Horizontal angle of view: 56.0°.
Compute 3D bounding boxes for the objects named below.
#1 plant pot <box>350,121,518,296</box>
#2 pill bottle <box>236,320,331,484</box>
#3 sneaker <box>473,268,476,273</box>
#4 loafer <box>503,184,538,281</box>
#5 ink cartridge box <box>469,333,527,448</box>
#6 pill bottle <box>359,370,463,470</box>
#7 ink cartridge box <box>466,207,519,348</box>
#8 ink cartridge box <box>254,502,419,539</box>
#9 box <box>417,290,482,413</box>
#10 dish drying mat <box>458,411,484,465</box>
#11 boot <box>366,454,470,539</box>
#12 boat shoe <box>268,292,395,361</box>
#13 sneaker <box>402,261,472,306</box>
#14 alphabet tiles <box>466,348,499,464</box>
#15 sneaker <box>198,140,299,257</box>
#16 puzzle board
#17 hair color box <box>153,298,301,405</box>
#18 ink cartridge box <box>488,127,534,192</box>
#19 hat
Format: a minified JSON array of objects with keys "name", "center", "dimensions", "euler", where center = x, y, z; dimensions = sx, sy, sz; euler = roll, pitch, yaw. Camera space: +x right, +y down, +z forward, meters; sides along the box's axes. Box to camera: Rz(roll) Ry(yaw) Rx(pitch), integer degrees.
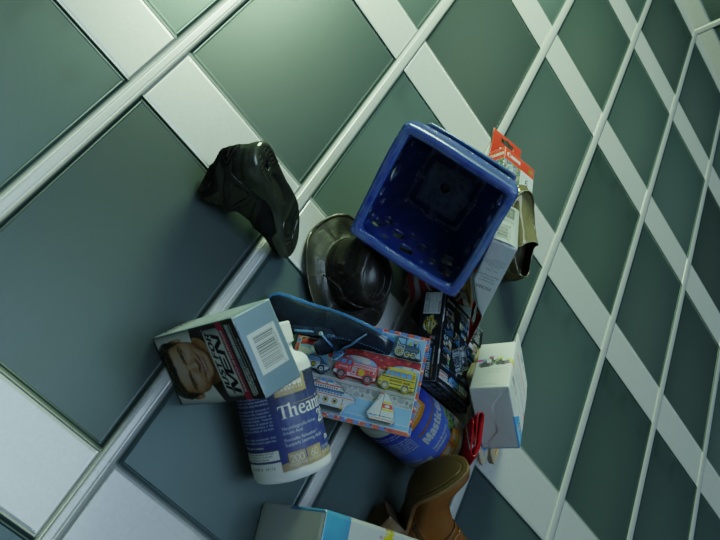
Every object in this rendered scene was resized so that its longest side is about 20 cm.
[{"name":"plant pot","center":[0.127,-0.113,1.076],"dimensions":[0.199,0.201,0.180],"euler":[32,25,5]},{"name":"pill bottle","center":[-0.113,0.176,0.925],"dimensions":[0.110,0.110,0.203],"euler":[-12,88,-43]},{"name":"sneaker","center":[0.188,-0.062,1.292],"dimensions":[0.199,0.078,0.078],"euler":[29,73,-32]},{"name":"loafer","center":[0.331,-0.073,1.388],"dimensions":[0.075,0.067,0.203],"euler":[-5,103,-31]},{"name":"ink cartridge box","center":[0.243,0.203,1.176],"dimensions":[0.200,0.067,0.116],"euler":[-50,130,-63]},{"name":"pill bottle","center":[0.064,0.231,1.077],"dimensions":[0.200,0.111,0.113],"euler":[42,54,-28]},{"name":"ink cartridge box","center":[0.205,0.004,1.138],"dimensions":[0.057,0.201,0.163],"euler":[26,29,0]},{"name":"ink cartridge box","center":[-0.032,0.416,0.918],"dimensions":[0.199,0.146,0.148],"euler":[30,61,-33]},{"name":"box","center":[0.157,0.146,1.186],"dimensions":[0.200,0.046,0.161],"euler":[43,51,-52]},{"name":"dish drying mat","center":[0.169,0.300,1.121],"dimensions":[0.018,0.201,0.078],"euler":[12,59,0]},{"name":"boot","center":[0.126,0.387,1.062],"dimensions":[0.155,0.200,0.074],"euler":[44,17,-20]},{"name":"boat shoe","center":[-0.048,0.094,0.985],"dimensions":[0.084,0.198,0.069],"euler":[52,56,-67]},{"name":"sneaker","center":[0.142,0.028,1.241],"dimensions":[0.200,0.111,0.072],"euler":[37,48,-67]},{"name":"alphabet tiles","center":[0.234,0.250,1.251],"dimensions":[0.196,0.014,0.202],"euler":[-48,127,-52]},{"name":"sneaker","center":[-0.159,-0.101,0.987],"dimensions":[0.200,0.113,0.077],"euler":[67,34,-46]},{"name":"puzzle board","center":[-0.007,0.149,1.002],"dimensions":[0.017,0.197,0.152],"euler":[84,19,-63]},{"name":"hair color box","center":[-0.168,0.105,0.830],"dimensions":[0.060,0.199,0.100],"euler":[-28,98,-42]},{"name":"ink cartridge box","center":[0.325,-0.207,1.467],"dimensions":[0.108,0.050,0.202],"euler":[28,63,-34]},{"name":"hat","center":[0.000,0.000,1.095],"dimensions":[0.199,0.080,0.203],"euler":[12,71,-39]}]
